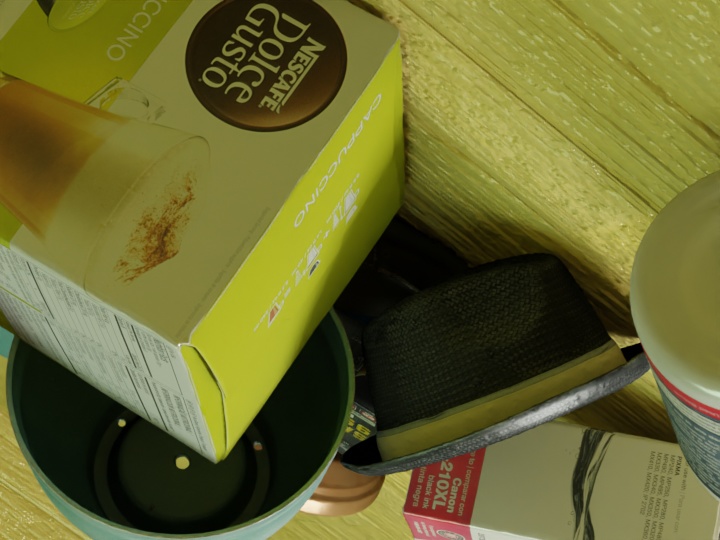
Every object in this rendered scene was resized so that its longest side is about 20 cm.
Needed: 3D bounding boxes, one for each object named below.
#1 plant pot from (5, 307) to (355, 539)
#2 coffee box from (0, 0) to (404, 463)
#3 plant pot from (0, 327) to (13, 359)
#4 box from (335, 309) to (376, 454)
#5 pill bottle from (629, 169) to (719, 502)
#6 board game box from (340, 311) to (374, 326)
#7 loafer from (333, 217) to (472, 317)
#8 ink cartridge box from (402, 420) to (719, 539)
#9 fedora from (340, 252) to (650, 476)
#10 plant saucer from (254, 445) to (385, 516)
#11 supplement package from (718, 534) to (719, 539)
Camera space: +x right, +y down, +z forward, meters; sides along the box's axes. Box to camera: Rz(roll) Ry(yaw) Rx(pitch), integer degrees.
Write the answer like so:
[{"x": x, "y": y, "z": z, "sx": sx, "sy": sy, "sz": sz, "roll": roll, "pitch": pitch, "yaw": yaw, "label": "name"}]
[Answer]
[{"x": -0.108, "y": 0.094, "z": 1.077, "sx": 0.200, "sy": 0.201, "sz": 0.134, "roll": 30, "pitch": 150, "yaw": 12, "label": "plant pot"}, {"x": -0.106, "y": -0.051, "z": 0.954, "sx": 0.197, "sy": 0.200, "sz": 0.200, "roll": 30, "pitch": 161, "yaw": 13, "label": "coffee box"}, {"x": -0.260, "y": -0.030, "z": 1.417, "sx": 0.141, "sy": 0.142, "sz": 0.200, "roll": 24, "pitch": 153, "yaw": 28, "label": "plant pot"}, {"x": -0.057, "y": 0.051, "z": 1.211, "sx": 0.200, "sy": 0.048, "sz": 0.158, "roll": 33, "pitch": 162, "yaw": 4, "label": "box"}, {"x": 0.198, "y": 0.049, "z": 0.817, "sx": 0.119, "sy": 0.120, "sz": 0.200, "roll": 23, "pitch": 160, "yaw": 30, "label": "pill bottle"}, {"x": -0.005, "y": 0.040, "z": 1.265, "sx": 0.200, "sy": 0.056, "sz": 0.196, "roll": 34, "pitch": 163, "yaw": 0, "label": "board game box"}, {"x": 0.000, "y": 0.000, "z": 1.121, "sx": 0.200, "sy": 0.071, "sz": 0.073, "roll": 36, "pitch": 163, "yaw": -8, "label": "loafer"}, {"x": 0.139, "y": 0.159, "z": 1.184, "sx": 0.199, "sy": 0.085, "sz": 0.145, "roll": 10, "pitch": 161, "yaw": 11, "label": "ink cartridge box"}, {"x": 0.068, "y": 0.047, "z": 1.035, "sx": 0.092, "sy": 0.200, "sz": 0.200, "roll": 68, "pitch": 160, "yaw": 0, "label": "fedora"}, {"x": -0.063, "y": 0.101, "z": 1.328, "sx": 0.200, "sy": 0.038, "sz": 0.200, "roll": 27, "pitch": -157, "yaw": -13, "label": "plant saucer"}, {"x": 0.221, "y": 0.282, "z": 1.271, "sx": 0.109, "sy": 0.200, "sz": 0.114, "roll": 23, "pitch": 162, "yaw": 31, "label": "supplement package"}]
